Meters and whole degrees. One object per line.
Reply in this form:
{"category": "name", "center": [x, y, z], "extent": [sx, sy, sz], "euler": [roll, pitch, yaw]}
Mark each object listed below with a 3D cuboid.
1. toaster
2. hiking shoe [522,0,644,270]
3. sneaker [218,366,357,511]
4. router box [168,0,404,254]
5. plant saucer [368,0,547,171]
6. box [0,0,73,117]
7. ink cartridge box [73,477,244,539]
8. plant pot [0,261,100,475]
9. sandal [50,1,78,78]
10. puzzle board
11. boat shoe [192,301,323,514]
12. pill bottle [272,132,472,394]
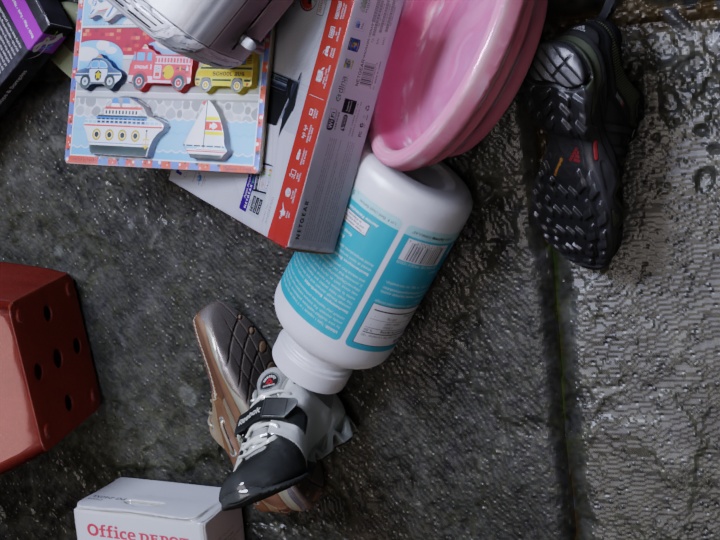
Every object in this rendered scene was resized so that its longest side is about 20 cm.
{"category": "toaster", "center": [-0.127, -0.238, 0.859], "extent": [0.199, 0.113, 0.130], "euler": [40, 102, 15]}
{"category": "hiking shoe", "center": [0.178, -0.093, 0.885], "extent": [0.075, 0.100, 0.202], "euler": [27, 143, 37]}
{"category": "sneaker", "center": [-0.072, 0.130, 0.983], "extent": [0.073, 0.200, 0.090], "euler": [-23, 93, 21]}
{"category": "router box", "center": [-0.064, -0.137, 0.937], "extent": [0.179, 0.048, 0.203], "euler": [27, 106, 46]}
{"category": "plant saucer", "center": [0.073, -0.163, 0.871], "extent": [0.050, 0.202, 0.202], "euler": [20, 116, -20]}
{"category": "box", "center": [-0.356, -0.208, 1.096], "extent": [0.199, 0.036, 0.144], "euler": [-40, 71, 26]}
{"category": "ink cartridge box", "center": [-0.181, 0.306, 1.140], "extent": [0.143, 0.083, 0.204], "euler": [1, 103, 23]}
{"category": "plant pot", "center": [-0.355, 0.093, 1.113], "extent": [0.173, 0.200, 0.203], "euler": [-9, 100, 12]}
{"category": "sandal", "center": [-0.209, -0.163, 1.047], "extent": [0.199, 0.057, 0.081], "euler": [31, 112, 14]}
{"category": "puzzle board", "center": [-0.154, -0.157, 0.947], "extent": [0.197, 0.017, 0.154], "euler": [6, 90, 31]}
{"category": "boat shoe", "center": [-0.105, 0.128, 1.069], "extent": [0.071, 0.076, 0.203], "euler": [-22, 92, 28]}
{"category": "pill bottle", "center": [0.000, 0.000, 0.969], "extent": [0.110, 0.111, 0.202], "euler": [34, 114, 12]}
